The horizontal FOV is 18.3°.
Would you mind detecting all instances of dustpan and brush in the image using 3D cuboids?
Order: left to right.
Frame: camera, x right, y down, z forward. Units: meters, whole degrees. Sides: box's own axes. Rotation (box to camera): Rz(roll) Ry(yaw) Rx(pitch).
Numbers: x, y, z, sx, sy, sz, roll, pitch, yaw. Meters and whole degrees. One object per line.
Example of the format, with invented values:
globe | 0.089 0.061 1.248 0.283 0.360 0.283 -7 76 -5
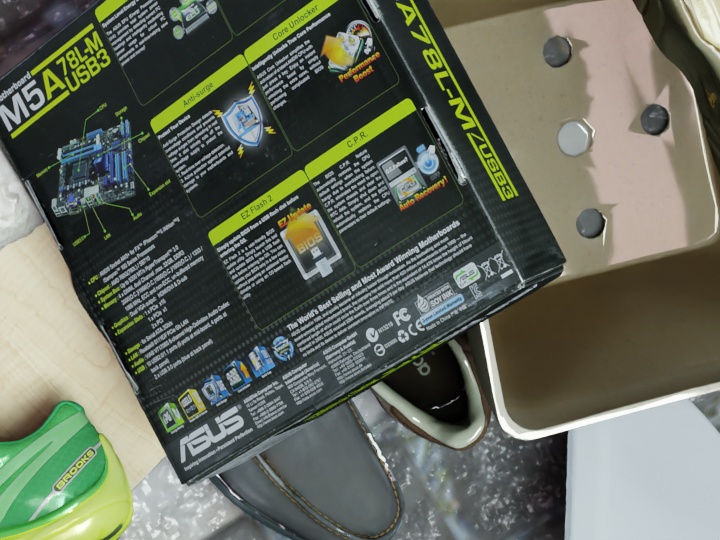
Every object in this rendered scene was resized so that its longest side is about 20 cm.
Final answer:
dustpan and brush | 0.161 0.127 1.069 0.199 0.057 0.140 26 48 -23

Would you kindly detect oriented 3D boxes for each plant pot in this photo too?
plant pot | 0.117 -0.057 0.990 0.198 0.177 0.202 -13 98 -9

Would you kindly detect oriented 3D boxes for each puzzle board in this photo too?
puzzle board | -0.184 0.041 1.029 0.151 0.017 0.200 -45 101 -2

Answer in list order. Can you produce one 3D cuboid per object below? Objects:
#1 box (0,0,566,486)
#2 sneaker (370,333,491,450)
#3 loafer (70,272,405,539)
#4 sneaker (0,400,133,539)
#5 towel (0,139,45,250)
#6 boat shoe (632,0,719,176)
box | -0.041 -0.038 0.910 0.199 0.047 0.194 -33 81 34
sneaker | 0.000 0.000 1.004 0.070 0.076 0.200 -40 117 4
loafer | -0.047 0.051 1.012 0.200 0.072 0.073 46 57 -11
sneaker | -0.202 0.112 0.999 0.199 0.074 0.084 -16 75 -4
towel | -0.245 -0.073 0.985 0.132 0.034 0.201 -31 93 -2
boat shoe | 0.169 -0.068 0.873 0.067 0.072 0.201 -28 97 -5
